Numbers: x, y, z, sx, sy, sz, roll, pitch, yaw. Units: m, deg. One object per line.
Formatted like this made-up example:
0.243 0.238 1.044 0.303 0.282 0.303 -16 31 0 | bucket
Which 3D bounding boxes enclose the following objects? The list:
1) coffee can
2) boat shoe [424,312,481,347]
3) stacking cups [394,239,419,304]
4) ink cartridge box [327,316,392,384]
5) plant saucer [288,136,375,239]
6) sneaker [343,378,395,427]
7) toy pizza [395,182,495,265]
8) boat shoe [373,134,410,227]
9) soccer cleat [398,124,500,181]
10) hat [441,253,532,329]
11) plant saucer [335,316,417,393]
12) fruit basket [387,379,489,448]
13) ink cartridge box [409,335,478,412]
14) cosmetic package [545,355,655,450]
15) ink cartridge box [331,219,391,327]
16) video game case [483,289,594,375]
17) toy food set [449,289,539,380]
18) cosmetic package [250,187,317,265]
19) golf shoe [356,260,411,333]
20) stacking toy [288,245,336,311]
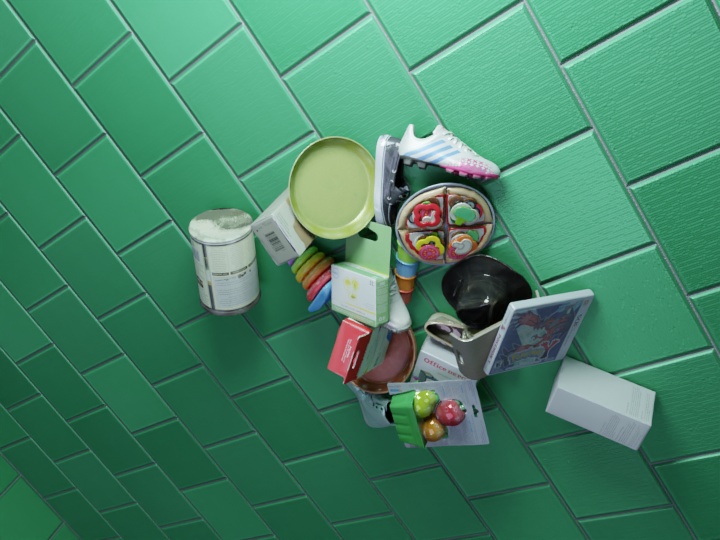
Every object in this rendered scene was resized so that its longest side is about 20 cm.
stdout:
-0.309 -0.020 1.770 0.144 0.147 0.202 12 127 18 | coffee can
0.232 0.150 1.660 0.198 0.065 0.073 22 109 15 | boat shoe
0.096 -0.016 1.634 0.060 0.061 0.202 20 132 13 | stacking cups
-0.002 0.159 1.649 0.067 0.199 0.118 24 106 20 | ink cartridge box
-0.053 -0.165 1.543 0.201 0.199 0.031 58 166 -18 | plant saucer
0.032 0.277 1.820 0.118 0.073 0.203 -13 104 56 | sneaker
0.168 -0.083 1.516 0.197 0.032 0.202 -1 130 -1 | toy pizza
0.069 -0.170 1.535 0.065 0.070 0.203 12 119 21 | boat shoe
0.171 -0.223 1.443 0.197 0.070 0.088 13 95 4 | soccer cleat
0.247 0.066 1.578 0.198 0.081 0.202 16 137 16 | hat
0.037 0.178 1.763 0.197 0.032 0.204 2 94 23 | plant saucer
0.172 0.312 1.701 0.197 0.094 0.187 -10 118 16 | fruit basket
0.189 0.253 1.750 0.144 0.088 0.202 24 128 11 | ink cartridge box
0.496 0.271 1.595 0.198 0.108 0.086 22 130 13 | cosmetic package
0.000 0.000 1.593 0.145 0.048 0.203 19 116 46 | ink cartridge box
0.354 0.124 1.532 0.023 0.197 0.184 -122 34 -42 | video game case
0.281 0.129 1.557 0.198 0.061 0.144 -27 138 -5 | toy food set
-0.128 -0.112 1.580 0.071 0.201 0.106 -20 113 38 | cosmetic package
0.047 0.037 1.626 0.201 0.078 0.097 55 148 15 | golf shoe
-0.123 -0.021 1.719 0.200 0.110 0.116 46 141 6 | stacking toy
